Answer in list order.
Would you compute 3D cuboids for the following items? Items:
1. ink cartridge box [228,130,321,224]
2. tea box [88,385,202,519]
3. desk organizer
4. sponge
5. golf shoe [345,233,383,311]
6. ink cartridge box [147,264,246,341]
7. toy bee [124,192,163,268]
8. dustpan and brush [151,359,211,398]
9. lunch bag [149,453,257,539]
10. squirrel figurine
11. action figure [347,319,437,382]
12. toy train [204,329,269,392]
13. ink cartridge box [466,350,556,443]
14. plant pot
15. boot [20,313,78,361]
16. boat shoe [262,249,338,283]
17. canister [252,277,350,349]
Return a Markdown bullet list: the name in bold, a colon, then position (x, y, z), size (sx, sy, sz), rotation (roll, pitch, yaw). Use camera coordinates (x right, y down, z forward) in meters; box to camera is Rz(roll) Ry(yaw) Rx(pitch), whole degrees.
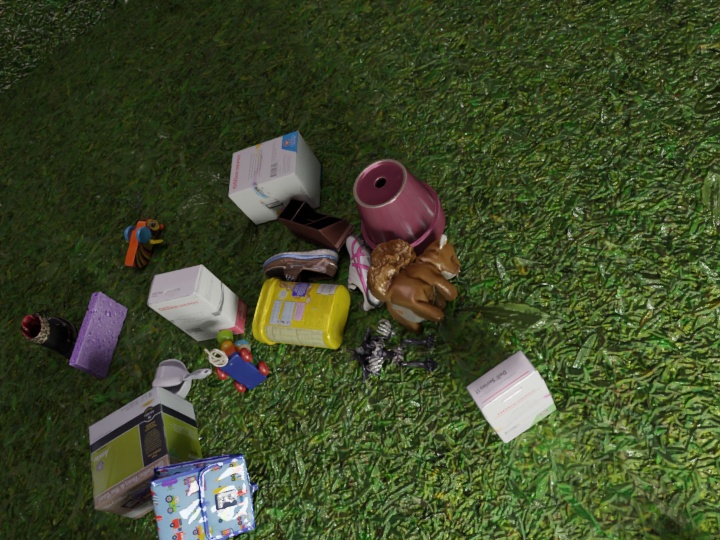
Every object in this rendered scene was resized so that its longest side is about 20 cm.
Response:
- **ink cartridge box**: position (-0.221, -0.237, 1.589), size (0.197, 0.145, 0.149), rotation (-13, 56, 19)
- **tea box**: position (-0.473, 0.403, 1.346), size (0.198, 0.134, 0.198), rotation (-30, 52, 8)
- **desk organizer**: position (-0.112, -0.116, 1.474), size (0.199, 0.077, 0.072), rotation (19, 71, 50)
- **sponge**: position (-0.689, 0.171, 1.606), size (0.029, 0.112, 0.203), rotation (-5, 60, 21)
- **golf shoe**: position (0.000, 0.000, 1.382), size (0.091, 0.073, 0.201), rotation (-32, 52, 6)
- **ink cartridge box**: position (-0.384, 0.081, 1.448), size (0.143, 0.200, 0.086), rotation (-11, 57, 20)
- **toy bee**: position (-0.613, -0.105, 1.753), size (0.130, 0.108, 0.203), rotation (29, 102, 28)
- **dustpan and brush**: position (-0.430, 0.264, 1.448), size (0.196, 0.058, 0.141), rotation (-10, 51, 16)
- **lunch bag**: position (-0.301, 0.455, 1.207), size (0.196, 0.094, 0.153), rotation (-10, 92, -14)
- **squirrel figurine**: position (0.113, 0.000, 1.261), size (0.198, 0.142, 0.188), rotation (32, 68, 3)
- **action figure**: position (0.053, 0.163, 1.243), size (0.197, 0.102, 0.121), rotation (-4, 61, 21)
- **toy train**: position (-0.293, 0.176, 1.350), size (0.084, 0.200, 0.116), rotation (-35, 47, 3)
- **ink cartridge box**: position (0.258, 0.213, 1.045), size (0.116, 0.200, 0.068), rotation (-34, 52, 3)
- **plant pot**: position (0.074, -0.144, 1.363), size (0.197, 0.179, 0.203), rotation (-13, 57, 20)
- **boot**: position (-0.857, 0.164, 1.670), size (0.073, 0.151, 0.199), rotation (-47, 52, -6)
- **boat shoe**: position (-0.149, -0.001, 1.459), size (0.197, 0.072, 0.074), rotation (-10, 59, 22)
- **canister**: position (-0.132, 0.099, 1.381), size (0.197, 0.087, 0.151), rotation (3, 68, 26)
